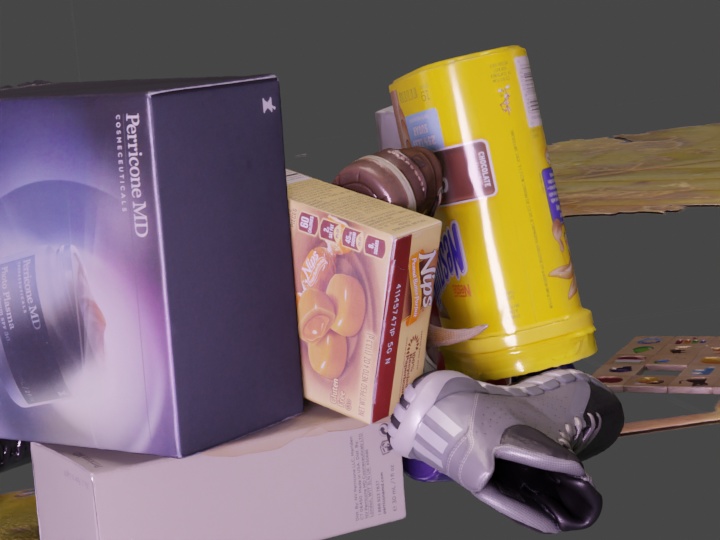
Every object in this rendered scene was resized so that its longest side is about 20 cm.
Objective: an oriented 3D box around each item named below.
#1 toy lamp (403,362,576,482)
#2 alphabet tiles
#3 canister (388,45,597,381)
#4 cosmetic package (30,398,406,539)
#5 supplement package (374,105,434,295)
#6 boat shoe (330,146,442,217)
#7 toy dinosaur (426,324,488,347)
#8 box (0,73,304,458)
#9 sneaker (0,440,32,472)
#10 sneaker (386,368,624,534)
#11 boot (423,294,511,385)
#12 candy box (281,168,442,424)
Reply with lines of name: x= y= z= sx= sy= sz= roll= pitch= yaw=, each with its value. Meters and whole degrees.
toy lamp: x=0.083 y=0.097 z=1.251 sx=0.058 sy=0.059 sz=0.199 roll=1 pitch=9 yaw=31
alphabet tiles: x=0.284 y=0.071 z=1.438 sx=0.198 sy=0.008 sz=0.167 roll=0 pitch=11 yaw=23
canister: x=0.083 y=-0.038 z=1.250 sx=0.086 sy=0.202 sz=0.148 roll=-13 pitch=2 yaw=-10
cosmetic package: x=-0.083 y=0.124 z=1.122 sx=0.198 sy=0.074 sz=0.103 roll=-9 pitch=11 yaw=-30
supplement package: x=0.083 y=-0.040 z=1.583 sx=0.115 sy=0.202 sz=0.117 roll=-3 pitch=6 yaw=9
boat shoe: x=-0.002 y=-0.003 z=1.207 sx=0.075 sy=0.075 sz=0.203 roll=-34 pitch=-12 yaw=-42
toy dinosaur: x=0.017 y=0.041 z=1.229 sx=0.058 sy=0.102 sz=0.200 roll=11 pitch=12 yaw=-18
box: x=-0.149 y=-0.008 z=1.100 sx=0.197 sy=0.202 sz=0.123 roll=1 pitch=10 yaw=34
sneaker: x=-0.234 y=0.114 z=1.286 sx=0.198 sy=0.074 sz=0.112 roll=-14 pitch=16 yaw=-11
sneaker: x=0.115 y=0.116 z=1.132 sx=0.199 sy=0.076 sz=0.115 roll=3 pitch=26 yaw=-45
boot: x=0.079 y=0.020 z=1.428 sx=0.072 sy=0.146 sz=0.200 roll=-6 pitch=8 yaw=0
candy box: x=-0.051 y=0.002 z=1.141 sx=0.199 sy=0.117 sz=0.055 roll=19 pitch=22 yaw=32
